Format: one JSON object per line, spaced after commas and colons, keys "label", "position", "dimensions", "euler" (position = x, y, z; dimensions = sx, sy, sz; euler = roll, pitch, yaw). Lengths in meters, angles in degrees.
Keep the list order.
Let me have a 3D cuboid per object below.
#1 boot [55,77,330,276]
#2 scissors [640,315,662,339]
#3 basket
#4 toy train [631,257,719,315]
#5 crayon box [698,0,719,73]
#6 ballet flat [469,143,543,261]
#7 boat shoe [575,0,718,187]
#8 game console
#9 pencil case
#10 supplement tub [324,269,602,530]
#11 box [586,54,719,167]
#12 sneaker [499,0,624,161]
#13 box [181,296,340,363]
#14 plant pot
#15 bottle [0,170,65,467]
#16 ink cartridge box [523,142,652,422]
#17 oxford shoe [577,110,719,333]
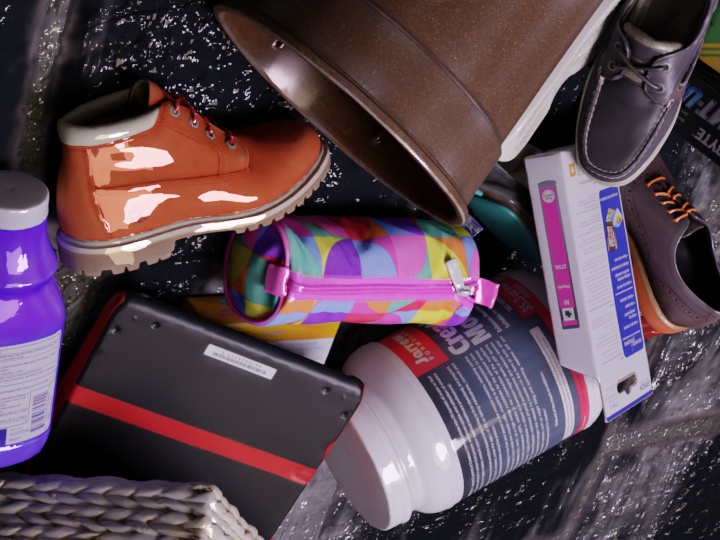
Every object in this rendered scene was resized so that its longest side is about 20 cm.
{"label": "boot", "position": [-0.103, -0.077, 1.084], "dimensions": [0.200, 0.075, 0.107], "euler": [-22, 120, -33]}
{"label": "scissors", "position": [0.251, 0.043, 1.398], "dimensions": [0.200, 0.014, 0.073], "euler": [-10, 151, 5]}
{"label": "basket", "position": [-0.164, 0.244, 1.159], "dimensions": [0.198, 0.200, 0.161], "euler": [60, 36, -56]}
{"label": "toy train", "position": [0.193, 0.008, 1.397], "dimensions": [0.200, 0.085, 0.116], "euler": [7, 135, -38]}
{"label": "crayon box", "position": [0.301, -0.154, 1.242], "dimensions": [0.126, 0.200, 0.052], "euler": [12, 115, -45]}
{"label": "ballet flat", "position": [0.098, -0.073, 1.254], "dimensions": [0.068, 0.068, 0.200], "euler": [-57, 139, -3]}
{"label": "boat shoe", "position": [0.201, -0.155, 1.185], "dimensions": [0.200, 0.072, 0.065], "euler": [-64, 165, 6]}
{"label": "game console", "position": [-0.120, 0.113, 1.205], "dimensions": [0.200, 0.031, 0.177], "euler": [22, 112, -24]}
{"label": "pencil case", "position": [0.000, 0.000, 1.221], "dimensions": [0.200, 0.088, 0.088], "euler": [0, 124, -38]}
{"label": "supplement tub", "position": [0.074, 0.099, 1.319], "dimensions": [0.200, 0.140, 0.140], "euler": [-27, 137, -19]}
{"label": "box", "position": [0.294, -0.105, 1.279], "dimensions": [0.198, 0.200, 0.050], "euler": [14, 113, -46]}
{"label": "sneaker", "position": [0.120, -0.169, 1.190], "dimensions": [0.200, 0.084, 0.075], "euler": [-50, 167, -29]}
{"label": "box", "position": [-0.100, 0.108, 1.266], "dimensions": [0.119, 0.041, 0.200], "euler": [-2, 127, -38]}
{"label": "plant pot", "position": [0.048, -0.167, 1.049], "dimensions": [0.198, 0.200, 0.200], "euler": [-50, 140, -5]}
{"label": "bottle", "position": [-0.229, 0.033, 1.076], "dimensions": [0.083, 0.065, 0.200], "euler": [-10, 129, -31]}
{"label": "ink cartridge box", "position": [0.170, 0.005, 1.260], "dimensions": [0.095, 0.037, 0.200], "euler": [-19, 98, -58]}
{"label": "oxford shoe", "position": [0.230, -0.051, 1.305], "dimensions": [0.071, 0.073, 0.200], "euler": [-29, 98, -30]}
